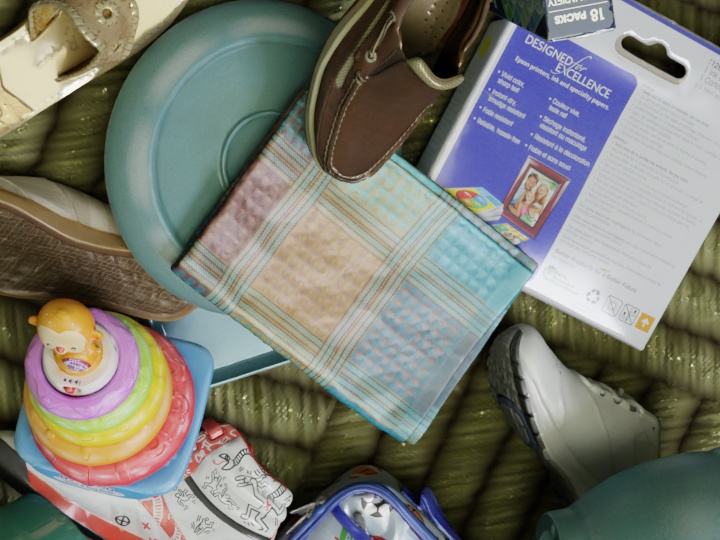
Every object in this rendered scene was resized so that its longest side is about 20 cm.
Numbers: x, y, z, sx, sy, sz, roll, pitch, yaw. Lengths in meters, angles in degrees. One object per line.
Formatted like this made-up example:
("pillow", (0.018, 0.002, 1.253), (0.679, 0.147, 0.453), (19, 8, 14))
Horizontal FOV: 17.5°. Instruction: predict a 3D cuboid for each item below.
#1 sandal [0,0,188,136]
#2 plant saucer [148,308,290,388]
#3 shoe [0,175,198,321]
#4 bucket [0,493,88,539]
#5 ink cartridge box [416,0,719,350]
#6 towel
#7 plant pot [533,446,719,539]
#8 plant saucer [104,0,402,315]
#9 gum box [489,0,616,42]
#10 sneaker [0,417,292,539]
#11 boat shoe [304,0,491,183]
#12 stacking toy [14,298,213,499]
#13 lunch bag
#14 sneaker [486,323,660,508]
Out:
("sandal", (-0.173, -0.140, 1.414), (0.212, 0.070, 0.078), (-38, 114, 4))
("plant saucer", (-0.038, 0.022, 1.537), (0.199, 0.019, 0.070), (-17, 114, -4))
("shoe", (-0.195, -0.018, 1.473), (0.199, 0.053, 0.070), (18, 117, -15))
("bucket", (-0.221, 0.252, 1.486), (0.135, 0.207, 0.208), (-32, 117, -23))
("ink cartridge box", (0.149, -0.076, 1.519), (0.197, 0.047, 0.200), (26, 95, -19))
("towel", (0.000, 0.000, 1.460), (0.200, 0.022, 0.147), (37, 86, -21))
("plant pot", (0.184, 0.214, 1.510), (0.134, 0.200, 0.201), (0, 112, -7))
("plant saucer", (-0.061, -0.069, 1.458), (0.200, 0.027, 0.201), (-3, 99, -23))
("gum box", (0.095, -0.243, 1.356), (0.044, 0.170, 0.201), (-12, 104, -6))
("sneaker", (-0.143, 0.133, 1.540), (0.201, 0.067, 0.108), (33, 76, -4))
("boat shoe", (0.027, -0.127, 1.360), (0.075, 0.075, 0.203), (7, 124, -28))
("stacking toy", (-0.163, 0.061, 1.414), (0.116, 0.200, 0.110), (14, 72, 8))
("lunch bag", (0.018, 0.235, 1.579), (0.160, 0.076, 0.200), (-44, 94, 10))
("sneaker", (0.153, 0.104, 1.589), (0.087, 0.075, 0.200), (-36, 123, -4))
